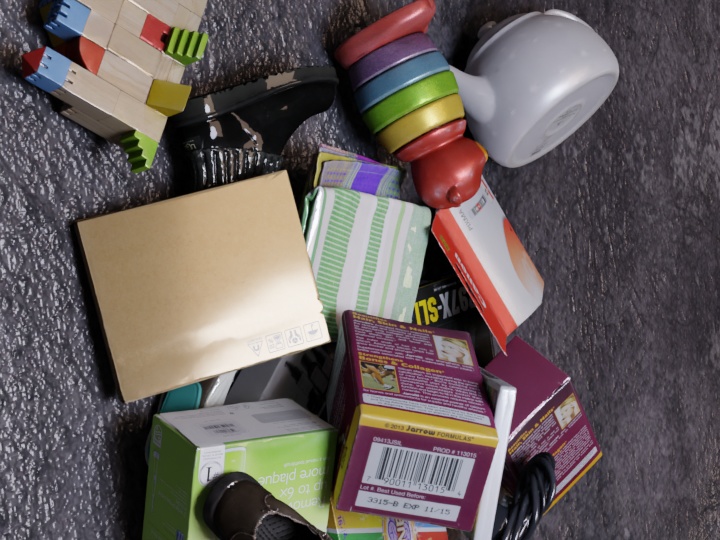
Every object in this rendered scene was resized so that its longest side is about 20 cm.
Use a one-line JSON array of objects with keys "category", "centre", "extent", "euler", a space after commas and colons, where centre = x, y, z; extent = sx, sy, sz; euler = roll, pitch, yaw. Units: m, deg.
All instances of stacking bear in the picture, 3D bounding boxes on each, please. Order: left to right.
[{"category": "stacking bear", "centre": [0.064, -0.159, 1.571], "extent": [0.113, 0.121, 0.201], "euler": [-26, 87, -5]}]

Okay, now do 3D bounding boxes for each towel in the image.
[{"category": "towel", "centre": [-0.014, -0.045, 1.532], "extent": [0.200, 0.023, 0.145], "euler": [7, 98, -63]}, {"category": "towel", "centre": [0.000, 0.000, 1.497], "extent": [0.199, 0.023, 0.154], "euler": [10, 90, -53]}]

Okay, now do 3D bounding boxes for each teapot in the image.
[{"category": "teapot", "centre": [0.190, -0.226, 1.741], "extent": [0.146, 0.197, 0.200], "euler": [52, 6, 15]}]

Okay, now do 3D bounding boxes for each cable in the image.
[{"category": "cable", "centre": [0.151, 0.282, 1.563], "extent": [0.051, 0.164, 0.200], "euler": [32, 55, 4]}]

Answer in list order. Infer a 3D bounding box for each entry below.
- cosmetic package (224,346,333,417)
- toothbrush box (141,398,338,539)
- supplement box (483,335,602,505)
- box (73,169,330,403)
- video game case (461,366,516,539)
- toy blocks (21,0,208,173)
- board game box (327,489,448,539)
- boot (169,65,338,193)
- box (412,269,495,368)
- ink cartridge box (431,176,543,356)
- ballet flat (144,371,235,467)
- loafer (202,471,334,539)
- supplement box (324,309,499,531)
[{"category": "cosmetic package", "centre": [-0.094, 0.151, 1.455], "extent": [0.083, 0.050, 0.201], "euler": [51, 52, -33]}, {"category": "toothbrush box", "centre": [-0.110, 0.226, 1.341], "extent": [0.145, 0.086, 0.202], "euler": [-3, 108, -35]}, {"category": "supplement box", "centre": [0.186, 0.176, 1.684], "extent": [0.110, 0.086, 0.200], "euler": [-44, 145, -9]}, {"category": "box", "centre": [-0.138, 0.012, 1.353], "extent": [0.199, 0.021, 0.165], "euler": [-15, 93, -19]}, {"category": "video game case", "centre": [0.104, 0.166, 1.436], "extent": [0.018, 0.200, 0.145], "euler": [9, 92, -9]}, {"category": "toy blocks", "centre": [-0.218, -0.203, 1.312], "extent": [0.136, 0.100, 0.201], "euler": [30, 66, -32]}, {"category": "board game box", "centre": [0.018, 0.259, 1.478], "extent": [0.200, 0.040, 0.154], "euler": [-12, 90, -59]}, {"category": "boot", "centre": [-0.089, -0.102, 1.453], "extent": [0.210, 0.079, 0.159], "euler": [-23, 100, -40]}, {"category": "box", "centre": [0.071, 0.093, 1.655], "extent": [0.199, 0.049, 0.161], "euler": [-16, 98, -49]}, {"category": "ink cartridge box", "centre": [0.140, -0.015, 1.652], "extent": [0.163, 0.050, 0.200], "euler": [59, 13, -11]}, {"category": "ballet flat", "centre": [-0.143, 0.100, 1.400], "extent": [0.069, 0.069, 0.201], "euler": [35, 66, -43]}, {"category": "loafer", "centre": [-0.055, 0.248, 1.287], "extent": [0.073, 0.071, 0.200], "euler": [-53, 128, -9]}, {"category": "supplement box", "centre": [0.041, 0.133, 1.393], "extent": [0.200, 0.130, 0.104], "euler": [-97, -161, -64]}]
